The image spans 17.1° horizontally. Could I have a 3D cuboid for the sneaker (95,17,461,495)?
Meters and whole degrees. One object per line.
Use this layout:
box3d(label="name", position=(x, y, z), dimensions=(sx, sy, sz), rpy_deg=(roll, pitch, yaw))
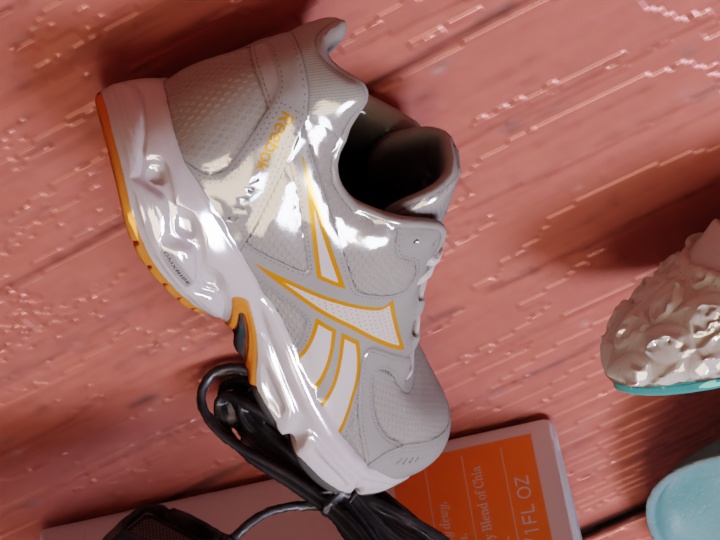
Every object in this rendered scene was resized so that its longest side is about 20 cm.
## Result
box3d(label="sneaker", position=(0.000, 0.000, 0.754), dimensions=(0.092, 0.076, 0.200), rpy_deg=(-24, 140, 11))

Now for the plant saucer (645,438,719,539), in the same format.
box3d(label="plant saucer", position=(0.207, 0.101, 0.897), dimensions=(0.199, 0.036, 0.200), rpy_deg=(17, 155, 8))

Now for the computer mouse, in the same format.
box3d(label="computer mouse", position=(-0.052, 0.144, 0.820), dimensions=(0.200, 0.140, 0.046), rpy_deg=(-49, 165, -12))

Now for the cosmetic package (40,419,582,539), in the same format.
box3d(label="cosmetic package", position=(-0.013, 0.133, 0.890), dimensions=(0.199, 0.102, 0.071), rpy_deg=(-13, 140, 4))

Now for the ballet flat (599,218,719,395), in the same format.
box3d(label="ballet flat", position=(0.171, -0.014, 0.787), dimensions=(0.199, 0.072, 0.072), rpy_deg=(-13, 141, 2))
